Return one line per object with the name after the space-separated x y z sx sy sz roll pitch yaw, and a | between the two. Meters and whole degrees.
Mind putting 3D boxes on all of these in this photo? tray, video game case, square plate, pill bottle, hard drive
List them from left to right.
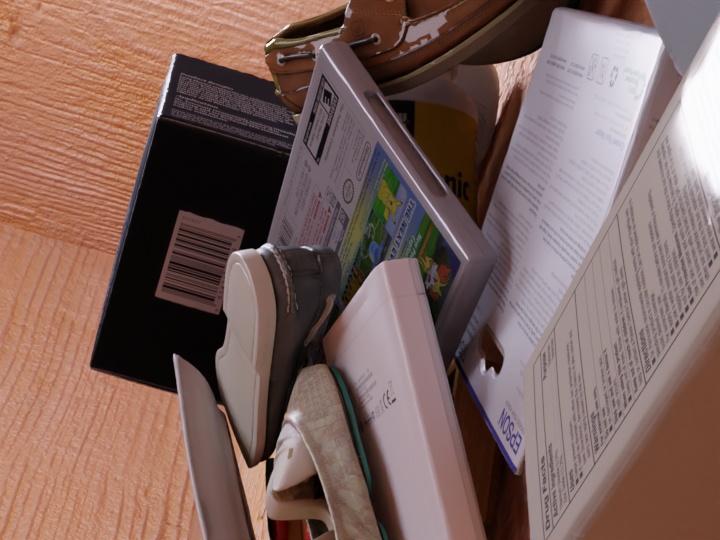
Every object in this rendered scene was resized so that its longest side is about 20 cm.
-0.080 0.187 0.819 0.200 0.028 0.201 83 172 -45 | square plate
0.000 0.000 0.761 0.183 0.022 0.202 58 144 34 | video game case
0.026 -0.067 0.875 0.111 0.109 0.204 135 137 -73 | pill bottle
0.025 0.112 0.665 0.132 0.026 0.203 127 134 -64 | hard drive
0.039 0.138 0.783 0.201 0.036 0.100 118 165 -60 | tray

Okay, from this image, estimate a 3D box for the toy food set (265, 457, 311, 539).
-0.028 0.196 0.789 0.198 0.048 0.203 112 153 -71 | toy food set

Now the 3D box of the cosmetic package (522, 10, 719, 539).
0.118 0.003 0.371 0.104 0.072 0.202 -84 13 -51 | cosmetic package

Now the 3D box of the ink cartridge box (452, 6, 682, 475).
0.104 -0.024 0.631 0.197 0.043 0.203 -110 35 -74 | ink cartridge box

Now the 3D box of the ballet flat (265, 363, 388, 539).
-0.019 0.132 0.663 0.068 0.061 0.202 103 154 -48 | ballet flat

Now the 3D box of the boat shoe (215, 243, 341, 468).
-0.049 0.055 0.775 0.201 0.061 0.073 101 147 -51 | boat shoe

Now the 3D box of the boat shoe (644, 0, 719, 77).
0.147 -0.127 0.477 0.202 0.090 0.071 64 145 37 | boat shoe

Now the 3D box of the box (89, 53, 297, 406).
-0.119 -0.037 0.984 0.197 0.122 0.203 -99 27 -69 | box

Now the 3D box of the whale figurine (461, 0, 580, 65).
0.079 -0.235 0.816 0.157 0.103 0.203 -12 93 37 | whale figurine

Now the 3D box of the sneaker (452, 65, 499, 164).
0.050 -0.085 1.007 0.112 0.072 0.203 -88 18 -70 | sneaker

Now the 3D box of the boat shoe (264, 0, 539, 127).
0.019 -0.146 0.762 0.198 0.068 0.072 -23 17 35 | boat shoe
